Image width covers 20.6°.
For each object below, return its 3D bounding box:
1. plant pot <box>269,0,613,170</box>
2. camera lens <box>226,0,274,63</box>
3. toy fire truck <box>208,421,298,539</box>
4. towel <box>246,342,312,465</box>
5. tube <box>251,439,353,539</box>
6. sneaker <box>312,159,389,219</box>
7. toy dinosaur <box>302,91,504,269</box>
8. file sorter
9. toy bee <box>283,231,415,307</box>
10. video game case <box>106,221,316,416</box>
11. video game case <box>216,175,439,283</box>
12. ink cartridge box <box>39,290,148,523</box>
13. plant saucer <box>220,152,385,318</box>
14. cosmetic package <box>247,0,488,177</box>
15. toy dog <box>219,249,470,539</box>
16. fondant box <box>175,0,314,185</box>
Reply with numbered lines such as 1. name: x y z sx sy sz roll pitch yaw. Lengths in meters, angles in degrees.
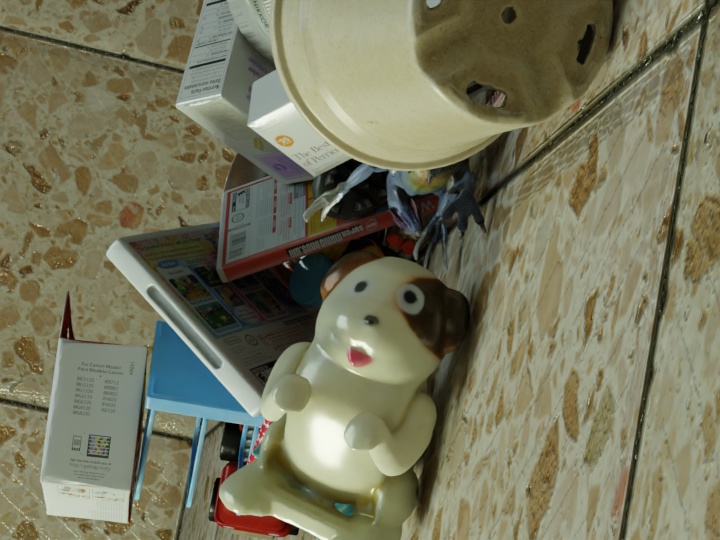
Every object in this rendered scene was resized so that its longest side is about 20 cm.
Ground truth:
1. plant pot: 0.063 -0.158 1.252 0.183 0.199 0.202 -162 85 -70
2. camera lens: 0.007 -0.251 1.585 0.199 0.160 0.161 -10 62 44
3. toy fire truck: -0.079 0.170 1.977 0.200 0.128 0.177 94 -175 -74
4. towel: -0.023 0.104 1.590 0.023 0.144 0.200 52 145 25
5. tube: -0.038 0.158 1.590 0.078 0.050 0.200 -49 -28 -16
6. sneaker: 0.011 -0.116 1.661 0.098 0.071 0.201 -19 34 55
7. toy dinosaur: 0.061 -0.071 1.513 0.200 0.105 0.182 -43 10 5
8. file sorter: -0.100 0.145 1.806 0.139 0.199 0.123 -93 14 -63
9. toy bee: 0.000 0.000 1.725 0.109 0.200 0.131 -50 -23 14
10. video game case: -0.102 0.035 1.649 0.024 0.182 0.200 -48 -12 19
11. video game case: -0.025 -0.060 1.681 0.143 0.199 0.018 -92 -19 -61
12. ink cartridge box: -0.241 0.129 1.826 0.200 0.083 0.177 115 161 -74
13. plant saucer: -0.043 -0.051 1.844 0.032 0.200 0.201 7 83 49
14. cosmetic package: 0.012 -0.145 1.523 0.199 0.082 0.051 -25 42 35
15. toy dog: 0.011 0.088 1.443 0.194 0.139 0.201 -26 -41 -51
16. fondant box: -0.070 -0.195 1.690 0.058 0.144 0.201 -6 61 39
